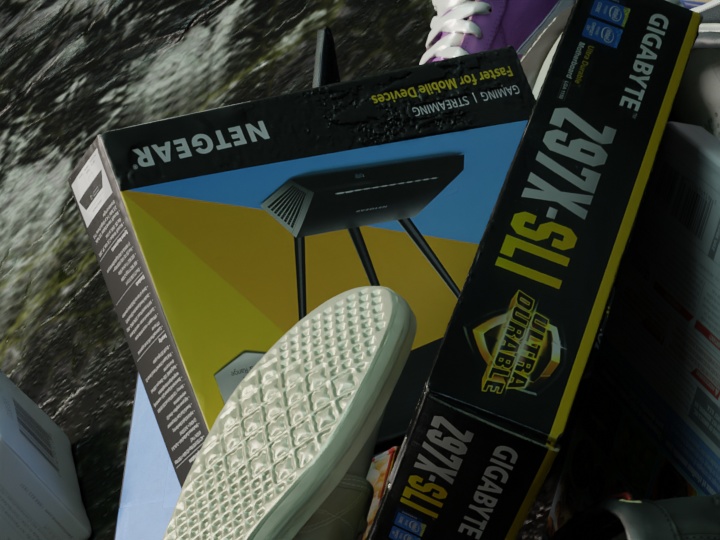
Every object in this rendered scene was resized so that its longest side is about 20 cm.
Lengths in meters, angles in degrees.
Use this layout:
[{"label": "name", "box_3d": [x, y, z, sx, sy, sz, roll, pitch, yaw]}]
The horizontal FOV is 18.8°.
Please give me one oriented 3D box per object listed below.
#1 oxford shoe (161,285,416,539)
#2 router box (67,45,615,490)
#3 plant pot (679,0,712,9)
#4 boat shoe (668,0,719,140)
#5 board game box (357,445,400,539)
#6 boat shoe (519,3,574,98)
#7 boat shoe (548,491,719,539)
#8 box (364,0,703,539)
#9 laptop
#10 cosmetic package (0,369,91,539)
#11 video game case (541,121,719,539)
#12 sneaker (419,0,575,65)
[{"label": "oxford shoe", "box_3d": [-0.030, 0.099, 0.770, 0.075, 0.058, 0.201, 5, 65, 55]}, {"label": "router box", "box_3d": [0.000, 0.000, 0.882, 0.199, 0.150, 0.051, -15, -13, -29]}, {"label": "plant pot", "box_3d": [0.224, -0.197, 0.893, 0.179, 0.201, 0.200, -24, 22, -24]}, {"label": "boat shoe", "box_3d": [0.120, -0.066, 0.884, 0.060, 0.076, 0.200, -34, -1, -32]}, {"label": "board game box", "box_3d": [-0.040, 0.179, 0.811, 0.151, 0.046, 0.201, -28, 36, 41]}, {"label": "boat shoe", "box_3d": [0.072, -0.052, 1.013, 0.060, 0.072, 0.202, 0, 49, 36]}, {"label": "boat shoe", "box_3d": [0.067, 0.124, 0.722, 0.201, 0.063, 0.074, 133, 138, -56]}, {"label": "box", "box_3d": [0.055, 0.019, 0.757, 0.160, 0.049, 0.201, 105, -173, -51]}, {"label": "laptop", "box_3d": [-0.067, 0.019, 1.014, 0.115, 0.200, 0.188, 1, 61, 6]}, {"label": "cosmetic package", "box_3d": [-0.247, 0.148, 1.136, 0.200, 0.081, 0.113, -38, 26, 4]}, {"label": "video game case", "box_3d": [0.111, 0.065, 0.748, 0.143, 0.018, 0.201, -126, 48, -63]}, {"label": "sneaker", "box_3d": [0.045, -0.104, 1.093, 0.072, 0.115, 0.201, -6, 33, 49]}]
